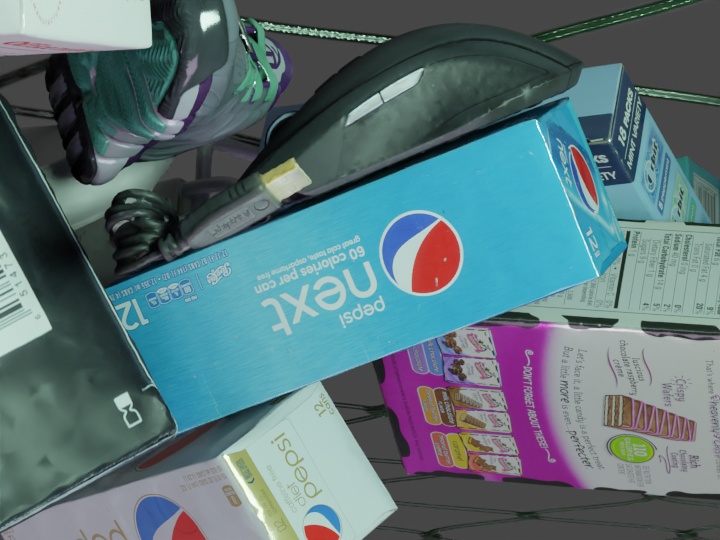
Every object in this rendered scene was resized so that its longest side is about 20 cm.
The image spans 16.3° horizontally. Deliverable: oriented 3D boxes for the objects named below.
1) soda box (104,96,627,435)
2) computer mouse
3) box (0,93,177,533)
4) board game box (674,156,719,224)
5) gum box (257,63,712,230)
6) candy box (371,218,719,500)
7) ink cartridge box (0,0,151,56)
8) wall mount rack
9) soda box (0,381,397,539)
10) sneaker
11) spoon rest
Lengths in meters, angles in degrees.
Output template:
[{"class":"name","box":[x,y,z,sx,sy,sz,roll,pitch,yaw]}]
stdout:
[{"class":"soda box","box":[0.000,0.000,1.005,0.199,0.068,0.064,-21,-175,20]},{"class":"computer mouse","box":[-0.012,-0.054,0.955,0.199,0.046,0.140,-23,-177,5]},{"class":"box","box":[-0.201,0.022,1.039,0.117,0.197,0.200,-29,-178,-29]},{"class":"board game box","box":[0.098,-0.006,1.258,0.199,0.047,0.151,-6,164,28]},{"class":"gum box","box":[0.071,-0.009,1.129,0.169,0.045,0.200,-5,146,27]},{"class":"candy box","box":[0.110,0.038,1.087,0.199,0.061,0.137,5,146,14]},{"class":"ink cartridge box","box":[-0.141,-0.102,0.802,0.199,0.068,0.115,-2,-177,16]},{"class":"wall mount rack","box":[-0.100,0.032,1.170,0.199,0.175,0.074,-10,162,39]},{"class":"soda box","box":[-0.076,0.107,1.087,0.064,0.068,0.200,-37,-170,-37]},{"class":"sneaker","box":[-0.061,-0.086,0.952,0.087,0.075,0.200,-14,177,-19]},{"class":"spoon rest","box":[-0.155,-0.039,1.122,0.099,0.061,0.200,-29,-174,-41]}]
